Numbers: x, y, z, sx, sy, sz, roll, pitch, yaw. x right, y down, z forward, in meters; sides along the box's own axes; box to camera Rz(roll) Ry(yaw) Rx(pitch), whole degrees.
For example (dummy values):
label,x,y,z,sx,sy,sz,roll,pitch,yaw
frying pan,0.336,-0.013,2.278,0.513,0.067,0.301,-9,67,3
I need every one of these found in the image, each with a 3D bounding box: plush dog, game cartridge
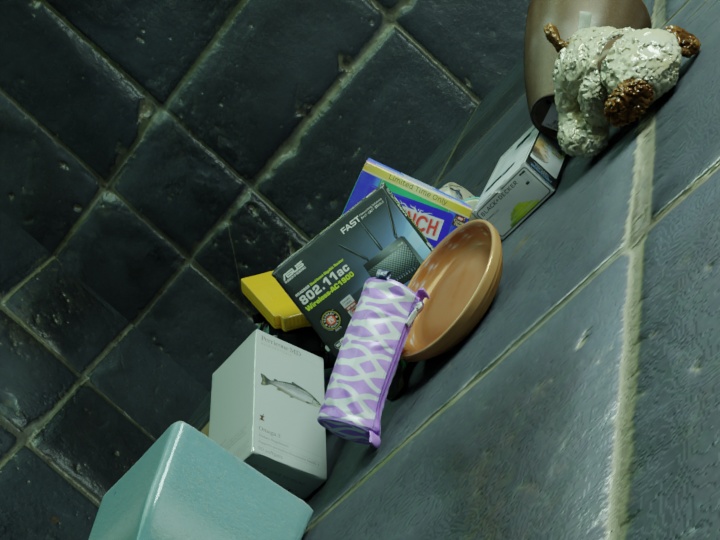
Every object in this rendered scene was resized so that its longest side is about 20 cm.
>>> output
label,x,y,z,sx,sy,sz,roll,pitch,yaw
plush dog,0.325,-0.254,1.363,0.200,0.161,0.171,-50,29,-19
game cartridge,-0.065,0.032,1.688,0.198,0.033,0.176,-15,25,-20

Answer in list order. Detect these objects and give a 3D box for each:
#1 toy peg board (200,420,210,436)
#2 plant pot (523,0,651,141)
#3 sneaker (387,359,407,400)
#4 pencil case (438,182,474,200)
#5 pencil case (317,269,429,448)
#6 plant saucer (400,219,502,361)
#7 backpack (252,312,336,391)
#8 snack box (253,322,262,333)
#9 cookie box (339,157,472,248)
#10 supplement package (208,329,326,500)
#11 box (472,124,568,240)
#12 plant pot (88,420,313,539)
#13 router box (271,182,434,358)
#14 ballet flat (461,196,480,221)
label,x,y,z,sx,sy,sz,roll,pitch,yaw
toy peg board,-0.249,0.365,1.942,0.200,0.098,0.199,-49,21,1
plant pot,0.310,-0.288,1.571,0.187,0.186,0.201,-41,24,54
sneaker,0.041,0.107,1.436,0.088,0.077,0.200,-40,7,-2
pencil case,0.123,-0.064,1.902,0.200,0.090,0.078,-46,-22,22
pencil case,0.017,0.107,1.299,0.084,0.085,0.202,46,-121,-55
plant saucer,0.111,0.030,1.355,0.200,0.037,0.201,-48,19,23
backpack,-0.076,0.137,1.640,0.200,0.165,0.128,-105,12,-67
snack box,-0.074,0.100,1.843,0.068,0.168,0.200,-49,6,25
cookie box,0.044,-0.034,1.560,0.075,0.170,0.202,-89,23,-81
supplement package,-0.123,0.202,1.438,0.117,0.116,0.201,-45,33,34
box,0.239,-0.140,1.581,0.117,0.060,0.200,-46,6,33
plant pot,-0.199,0.334,1.207,0.196,0.195,0.201,-45,17,35
router box,0.000,0.000,1.496,0.199,0.150,0.062,-38,6,7
ballet flat,0.144,-0.057,1.777,0.070,0.069,0.200,-52,13,-32
